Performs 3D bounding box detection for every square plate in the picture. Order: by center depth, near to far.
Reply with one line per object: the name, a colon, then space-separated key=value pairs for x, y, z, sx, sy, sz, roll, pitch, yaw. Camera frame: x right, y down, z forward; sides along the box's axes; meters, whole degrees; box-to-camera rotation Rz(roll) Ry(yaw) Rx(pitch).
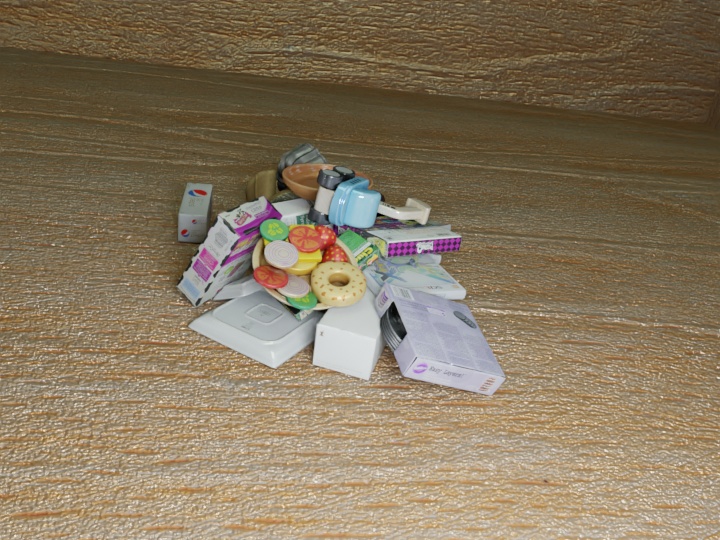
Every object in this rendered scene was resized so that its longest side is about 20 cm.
square plate: x=-0.173 y=0.090 z=1.274 sx=0.198 sy=0.029 sz=0.198 roll=21 pitch=28 yaw=25

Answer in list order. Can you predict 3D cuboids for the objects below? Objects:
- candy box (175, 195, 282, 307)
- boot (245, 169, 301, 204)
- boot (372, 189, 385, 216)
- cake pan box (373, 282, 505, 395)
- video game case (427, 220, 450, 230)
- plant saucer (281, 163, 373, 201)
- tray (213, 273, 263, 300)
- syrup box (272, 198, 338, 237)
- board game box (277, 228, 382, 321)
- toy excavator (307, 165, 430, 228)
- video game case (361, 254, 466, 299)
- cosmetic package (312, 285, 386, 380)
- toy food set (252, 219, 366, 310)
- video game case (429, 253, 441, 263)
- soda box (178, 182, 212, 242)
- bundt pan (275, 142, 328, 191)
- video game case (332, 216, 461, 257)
candy box: x=-0.244 y=-0.036 z=1.309 sx=0.061 sy=0.200 sz=0.136 roll=44 pitch=34 yaw=8
boot: x=-0.207 y=-0.174 z=1.622 sx=0.066 sy=0.174 sz=0.201 roll=40 pitch=25 yaw=-32
boot: x=0.027 y=-0.151 z=1.730 sx=0.198 sy=0.073 sz=0.165 roll=-11 pitch=21 yaw=-41
cake pan box: x=0.128 y=0.113 z=1.184 sx=0.198 sy=0.053 sz=0.185 roll=16 pitch=30 yaw=-30
video game case: x=0.099 y=-0.109 z=1.704 sx=0.142 sy=0.018 sz=0.199 roll=-14 pitch=20 yaw=-42
plant saucer: x=-0.072 y=-0.187 z=1.524 sx=0.197 sy=0.038 sz=0.201 roll=6 pitch=23 yaw=-3
tray: x=-0.183 y=0.012 z=1.365 sx=0.107 sy=0.022 sz=0.199 roll=-7 pitch=13 yaw=45
syrup box: x=-0.147 y=-0.097 z=1.483 sx=0.197 sy=0.080 sz=0.082 roll=-11 pitch=28 yaw=-15
board game box: x=-0.065 y=0.005 z=1.309 sx=0.199 sy=0.024 sz=0.105 roll=-38 pitch=39 yaw=-15
toy excavator: x=0.022 y=-0.126 z=1.386 sx=0.198 sy=0.101 sz=0.194 roll=24 pitch=22 yaw=15
video game case: x=0.077 y=0.000 z=1.349 sx=0.180 sy=0.022 sz=0.200 roll=-1 pitch=29 yaw=-28
cosmetic package: x=-0.003 y=0.096 z=1.243 sx=0.106 sy=0.086 sz=0.200 roll=15 pitch=27 yaw=12
toy food set: x=-0.095 y=-0.011 z=1.227 sx=0.195 sy=0.049 sz=0.202 roll=-1 pitch=50 yaw=-20
video game case: x=0.053 y=-0.060 z=1.557 sx=0.180 sy=0.024 sz=0.200 roll=10 pitch=10 yaw=-30
soda box: x=-0.378 y=-0.135 z=1.622 sx=0.063 sy=0.069 sz=0.201 roll=3 pitch=27 yaw=-10
bundt pan: x=-0.137 y=-0.196 z=1.687 sx=0.075 sy=0.204 sz=0.201 roll=-26 pitch=39 yaw=-28
video game case: x=0.073 y=-0.072 z=1.425 sx=0.198 sy=0.036 sz=0.181 roll=-6 pitch=21 yaw=-38
